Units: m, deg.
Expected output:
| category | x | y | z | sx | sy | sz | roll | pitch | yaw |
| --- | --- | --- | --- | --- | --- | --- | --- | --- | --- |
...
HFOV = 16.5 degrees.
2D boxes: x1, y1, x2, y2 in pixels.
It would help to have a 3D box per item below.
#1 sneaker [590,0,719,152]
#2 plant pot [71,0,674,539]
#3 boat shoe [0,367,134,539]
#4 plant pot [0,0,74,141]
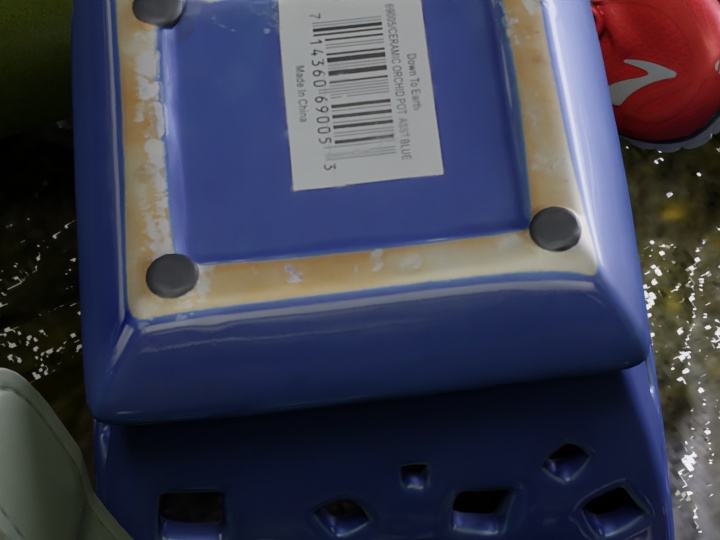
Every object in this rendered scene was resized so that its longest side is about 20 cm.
| category | x | y | z | sx | sy | sz | roll | pitch | yaw |
| --- | --- | --- | --- | --- | --- | --- | --- | --- | --- |
| sneaker | 0.061 | -0.103 | 0.942 | 0.085 | 0.077 | 0.200 | 0 | 26 | -46 |
| plant pot | 0.000 | 0.000 | 0.829 | 0.199 | 0.180 | 0.201 | -6 | 55 | 0 |
| boat shoe | -0.095 | 0.113 | 0.759 | 0.060 | 0.202 | 0.072 | -13 | 35 | 20 |
| plant pot | -0.095 | -0.146 | 0.904 | 0.192 | 0.201 | 0.201 | -7 | 54 | 12 |
